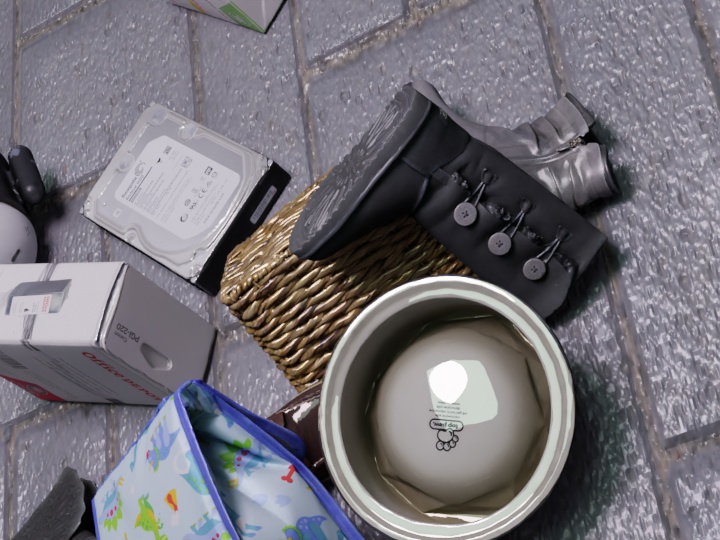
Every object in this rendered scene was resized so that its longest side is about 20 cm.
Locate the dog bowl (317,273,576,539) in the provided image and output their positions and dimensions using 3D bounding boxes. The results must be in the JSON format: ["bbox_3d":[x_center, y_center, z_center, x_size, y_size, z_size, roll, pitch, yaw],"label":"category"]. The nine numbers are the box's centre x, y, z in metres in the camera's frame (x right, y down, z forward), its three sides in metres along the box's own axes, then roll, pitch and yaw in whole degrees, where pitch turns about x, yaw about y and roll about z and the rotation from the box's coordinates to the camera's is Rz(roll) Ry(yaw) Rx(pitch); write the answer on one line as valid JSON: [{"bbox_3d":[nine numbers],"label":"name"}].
[{"bbox_3d":[0.072,0.108,1.069,0.199,0.074,0.202,-4,78,20],"label":"dog bowl"}]

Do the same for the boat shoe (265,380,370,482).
[{"bbox_3d":[-0.071,0.154,1.155,0.199,0.072,0.072,-33,85,18],"label":"boat shoe"}]

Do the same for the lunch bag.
[{"bbox_3d":[-0.107,0.203,1.068,0.200,0.127,0.170,49,127,11],"label":"lunch bag"}]

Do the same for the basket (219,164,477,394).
[{"bbox_3d":[0.000,0.000,1.214,0.200,0.149,0.143,-37,17,12],"label":"basket"}]

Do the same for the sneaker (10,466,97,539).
[{"bbox_3d":[-0.283,0.279,1.258,0.104,0.060,0.200,26,76,39],"label":"sneaker"}]

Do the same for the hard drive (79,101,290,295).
[{"bbox_3d":[-0.175,-0.075,1.391,0.199,0.038,0.140,29,83,41],"label":"hard drive"}]

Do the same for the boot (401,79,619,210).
[{"bbox_3d":[0.126,-0.109,1.193,0.131,0.070,0.201,-35,62,10],"label":"boot"}]

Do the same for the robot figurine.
[{"bbox_3d":[-0.408,-0.055,1.484,0.200,0.124,0.151,57,137,40],"label":"robot figurine"}]

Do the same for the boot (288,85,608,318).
[{"bbox_3d":[0.068,-0.023,1.104,0.165,0.199,0.066,-47,23,21],"label":"boot"}]

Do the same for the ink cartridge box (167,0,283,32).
[{"bbox_3d":[-0.180,-0.320,1.474,0.199,0.117,0.068,25,83,40],"label":"ink cartridge box"}]

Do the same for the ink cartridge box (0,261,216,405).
[{"bbox_3d":[-0.254,0.059,1.298,0.199,0.146,0.085,1,64,34],"label":"ink cartridge box"}]
